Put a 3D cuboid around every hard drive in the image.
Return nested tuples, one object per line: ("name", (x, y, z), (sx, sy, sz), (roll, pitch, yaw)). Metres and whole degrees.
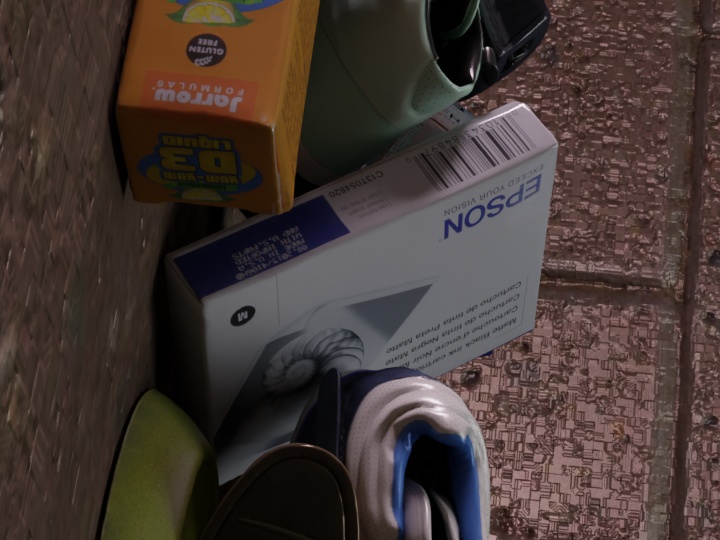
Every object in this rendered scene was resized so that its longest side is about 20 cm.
("hard drive", (0.052, -0.163, 1.022), (0.200, 0.042, 0.136), (167, -98, -85))

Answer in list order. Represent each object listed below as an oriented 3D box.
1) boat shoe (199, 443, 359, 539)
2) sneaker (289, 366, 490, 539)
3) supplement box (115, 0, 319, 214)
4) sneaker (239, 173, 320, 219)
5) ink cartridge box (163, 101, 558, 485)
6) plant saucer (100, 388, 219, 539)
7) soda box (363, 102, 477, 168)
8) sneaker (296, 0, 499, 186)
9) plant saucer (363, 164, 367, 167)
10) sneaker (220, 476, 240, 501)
("boat shoe", (-0.048, 0.169, 0.814), (0.068, 0.071, 0.201), (-137, -118, -89))
("sneaker", (-0.004, 0.141, 0.856), (0.146, 0.080, 0.201), (-171, -81, -72))
("supplement box", (-0.049, -0.125, 0.772), (0.069, 0.066, 0.201), (89, 7, -63))
("sneaker", (-0.041, -0.056, 1.063), (0.200, 0.070, 0.079), (60, 37, -72))
("ink cartridge box", (0.002, 0.030, 0.950), (0.041, 0.199, 0.201), (52, -23, 32))
("plant saucer", (-0.089, 0.154, 0.847), (0.200, 0.031, 0.202), (5, 90, -87))
("soda box", (0.000, 0.000, 1.030), (0.200, 0.063, 0.068), (-51, -174, 20))
("sneaker", (0.011, -0.151, 0.951), (0.074, 0.118, 0.202), (22, 53, -47))
("plant saucer", (-0.004, 0.030, 1.248), (0.200, 0.034, 0.201), (-44, -145, 43))
("sneaker", (-0.044, 0.079, 1.174), (0.109, 0.070, 0.202), (-57, 149, -79))
